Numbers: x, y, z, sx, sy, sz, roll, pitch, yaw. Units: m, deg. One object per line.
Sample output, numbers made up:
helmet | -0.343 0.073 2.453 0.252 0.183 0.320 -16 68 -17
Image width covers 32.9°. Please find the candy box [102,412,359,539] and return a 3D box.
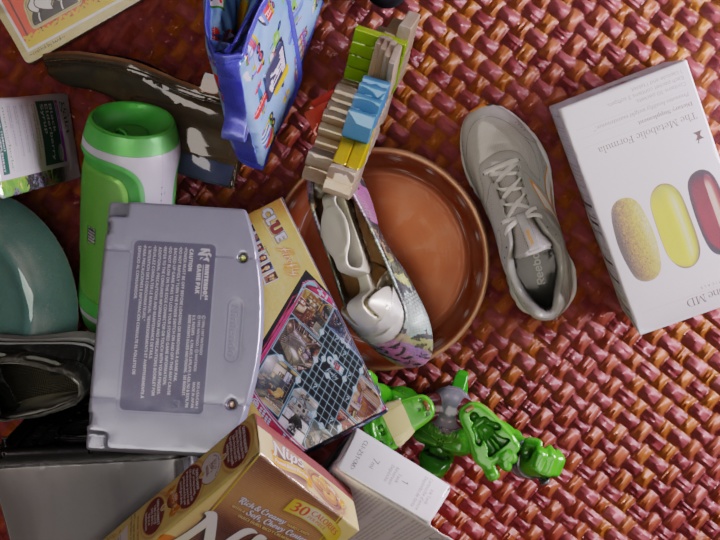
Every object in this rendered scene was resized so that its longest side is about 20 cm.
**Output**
candy box | -0.113 0.216 0.957 0.200 0.055 0.115 -40 119 14

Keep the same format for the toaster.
toaster | -0.200 0.172 1.076 0.199 0.181 0.119 -4 104 5

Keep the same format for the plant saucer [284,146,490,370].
plant saucer | 0.018 -0.011 1.094 0.199 0.032 0.202 2 100 12

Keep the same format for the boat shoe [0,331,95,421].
boat shoe | -0.307 0.093 1.042 0.199 0.071 0.072 -14 104 21

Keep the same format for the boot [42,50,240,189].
boot | -0.189 -0.136 1.080 0.199 0.075 0.098 11 96 1

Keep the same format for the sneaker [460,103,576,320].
sneaker | 0.141 -0.049 1.056 0.075 0.092 0.201 -22 95 8

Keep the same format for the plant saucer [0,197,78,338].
plant saucer | -0.347 0.029 1.106 0.199 0.036 0.201 5 102 24

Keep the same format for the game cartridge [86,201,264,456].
game cartridge | -0.144 0.047 0.980 0.132 0.041 0.201 3 79 2

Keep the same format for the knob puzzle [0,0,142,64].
knob puzzle | -0.272 -0.314 1.082 0.218 0.030 0.221 1 99 5

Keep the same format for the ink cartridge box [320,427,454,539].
ink cartridge box | 0.038 0.220 1.059 0.173 0.200 0.044 31 65 -1

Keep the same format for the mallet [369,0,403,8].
mallet | 0.006 -0.326 1.039 0.041 0.066 0.201 -10 97 7

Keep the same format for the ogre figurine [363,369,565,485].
ogre figurine | 0.077 0.136 1.068 0.199 0.120 0.099 -1 84 8

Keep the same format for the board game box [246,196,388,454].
board game box | -0.080 0.058 1.015 0.135 0.035 0.201 -26 79 -2

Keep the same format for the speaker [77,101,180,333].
speaker | -0.203 -0.041 1.062 0.088 0.089 0.201 11 121 3

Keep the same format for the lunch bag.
lunch bag | -0.091 -0.191 0.981 0.093 0.151 0.201 6 63 4

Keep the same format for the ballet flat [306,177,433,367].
ballet flat | 0.000 0.000 1.046 0.069 0.071 0.201 -21 96 22

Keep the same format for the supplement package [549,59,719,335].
supplement package | 0.248 -0.064 1.036 0.113 0.110 0.201 -21 96 8

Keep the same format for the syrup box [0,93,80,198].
syrup box | -0.308 -0.105 1.030 0.081 0.200 0.079 -6 99 7

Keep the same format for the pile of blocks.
pile of blocks | -0.007 -0.149 1.016 0.062 0.082 0.201 18 55 4
